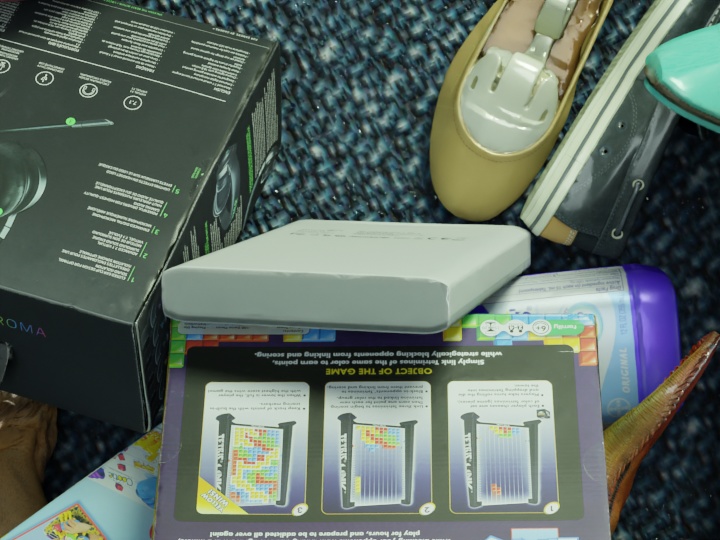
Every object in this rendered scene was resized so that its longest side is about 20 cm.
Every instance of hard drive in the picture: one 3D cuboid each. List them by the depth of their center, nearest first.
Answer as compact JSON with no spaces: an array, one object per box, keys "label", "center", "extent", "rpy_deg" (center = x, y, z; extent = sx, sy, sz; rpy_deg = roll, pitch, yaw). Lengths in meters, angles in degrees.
[{"label":"hard drive","center":[0.000,0.000,1.037],"extent":[0.131,0.200,0.027],"rpy_deg":[2,98,14]}]

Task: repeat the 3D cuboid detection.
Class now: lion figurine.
[{"label":"lion figurine","center":[-0.184,0.124,1.098],"extent":[0.122,0.073,0.200],"rpy_deg":[-24,70,-7]}]

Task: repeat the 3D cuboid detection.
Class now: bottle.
[{"label":"bottle","center":[0.064,0.046,1.110],"extent":[0.199,0.065,0.084],"rpy_deg":[-5,99,2]}]

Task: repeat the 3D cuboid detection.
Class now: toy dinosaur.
[{"label":"toy dinosaur","center":[0.103,0.147,1.074],"extent":[0.199,0.105,0.182],"rpy_deg":[-14,127,4]}]

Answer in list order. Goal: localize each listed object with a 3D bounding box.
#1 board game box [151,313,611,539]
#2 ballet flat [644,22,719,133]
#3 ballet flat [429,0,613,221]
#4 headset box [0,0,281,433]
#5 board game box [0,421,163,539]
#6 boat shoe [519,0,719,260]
[{"label":"board game box","center":[0.010,0.097,0.959],"extent":[0.199,0.057,0.166],"rpy_deg":[0,50,2]},{"label":"ballet flat","center":[0.217,-0.094,1.057],"extent":[0.070,0.200,0.067],"rpy_deg":[-53,49,22]},{"label":"ballet flat","center":[0.089,-0.121,1.117],"extent":[0.068,0.063,0.201],"rpy_deg":[24,90,3]},{"label":"headset box","center":[-0.152,-0.034,1.052],"extent":[0.174,0.093,0.200],"rpy_deg":[15,54,10]},{"label":"board game box","center":[-0.083,0.150,1.023],"extent":[0.200,0.103,0.105],"rpy_deg":[-35,53,-28]},{"label":"boat shoe","center":[0.158,-0.094,1.110],"extent":[0.062,0.075,0.200],"rpy_deg":[32,96,1]}]
